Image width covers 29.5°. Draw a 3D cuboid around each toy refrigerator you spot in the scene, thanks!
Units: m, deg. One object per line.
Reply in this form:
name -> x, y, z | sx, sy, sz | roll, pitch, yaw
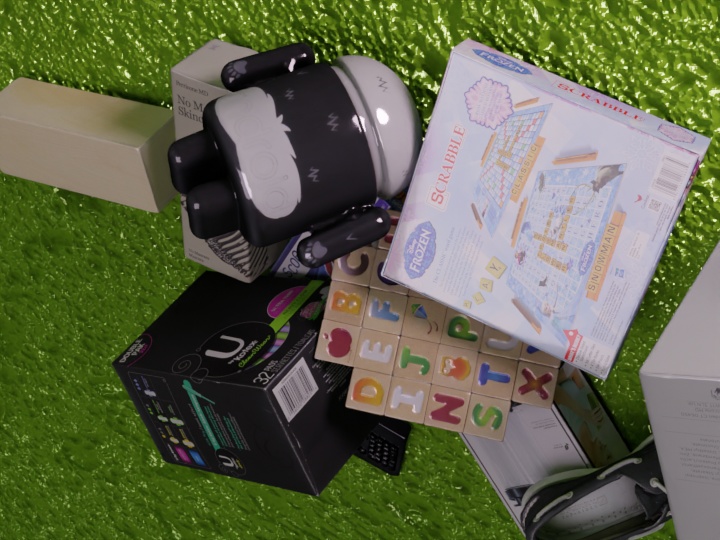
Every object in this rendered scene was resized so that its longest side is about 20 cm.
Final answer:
toy refrigerator -> -0.258, -0.123, 1.297 | 0.199, 0.070, 0.076 | 15, 136, 29

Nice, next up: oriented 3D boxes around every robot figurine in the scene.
robot figurine -> -0.049, -0.092, 1.075 | 0.125, 0.199, 0.151 | -135, 26, -65

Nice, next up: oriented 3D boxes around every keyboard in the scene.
keyboard -> -0.046, 0.135, 1.351 | 0.199, 0.040, 0.105 | 26, 134, 18

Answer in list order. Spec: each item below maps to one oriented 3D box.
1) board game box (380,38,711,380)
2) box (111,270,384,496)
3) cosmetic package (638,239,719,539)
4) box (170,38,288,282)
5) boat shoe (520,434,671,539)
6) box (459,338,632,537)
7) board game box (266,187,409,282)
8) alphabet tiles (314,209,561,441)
board game box -> 0.134, -0.046, 1.038 | 0.199, 0.041, 0.201 | 26, 119, 13
box -> -0.091, 0.095, 1.221 | 0.199, 0.149, 0.125 | 4, 129, 41
cosmetic package -> 0.298, 0.099, 0.950 | 0.122, 0.199, 0.201 | 1, 121, 36
box -> -0.113, -0.095, 1.207 | 0.082, 0.068, 0.201 | 20, 132, 25
boat shoe -> 0.227, 0.183, 1.108 | 0.199, 0.060, 0.076 | -27, 104, 12
box -> 0.154, 0.140, 1.189 | 0.116, 0.060, 0.201 | -21, 107, 44
board game box -> 0.000, 0.000, 1.217 | 0.135, 0.034, 0.200 | 42, 136, 4
alphabet tiles -> 0.068, 0.044, 1.116 | 0.199, 0.006, 0.168 | 12, 85, 9
